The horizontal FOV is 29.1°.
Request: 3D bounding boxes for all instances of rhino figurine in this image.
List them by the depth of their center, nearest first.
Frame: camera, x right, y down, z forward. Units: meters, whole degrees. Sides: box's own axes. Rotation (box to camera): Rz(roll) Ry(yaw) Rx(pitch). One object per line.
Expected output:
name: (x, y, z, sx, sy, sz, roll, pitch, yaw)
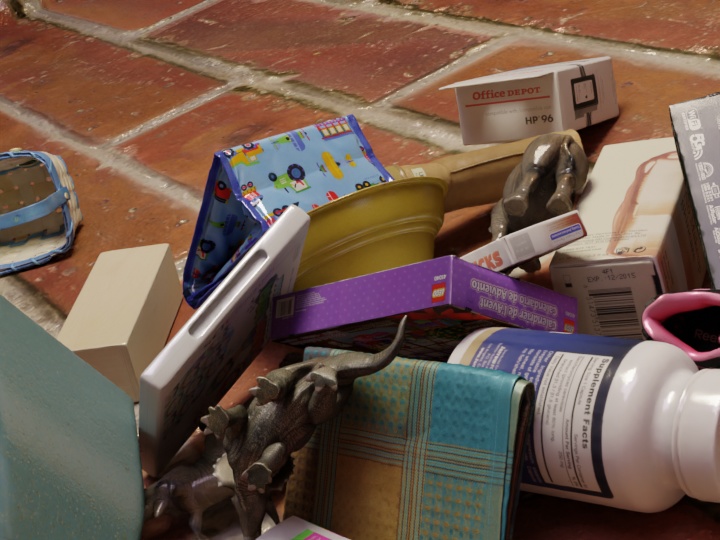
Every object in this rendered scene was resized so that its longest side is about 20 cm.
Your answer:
rhino figurine: (-0.094, 0.138, 1.062, 0.200, 0.060, 0.087, -34, 25, -25)
rhino figurine: (0.139, -0.041, 1.173, 0.060, 0.200, 0.088, 25, 57, 1)

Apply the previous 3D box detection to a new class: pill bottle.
pill bottle: (0.159, 0.099, 0.915, 0.200, 0.111, 0.111, 4, 34, 39)

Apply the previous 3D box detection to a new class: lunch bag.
lunch bag: (-0.079, -0.037, 1.285, 0.150, 0.094, 0.200, -19, -22, -33)

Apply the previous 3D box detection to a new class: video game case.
video game case: (-0.110, 0.060, 1.091, 0.024, 0.200, 0.182, 35, 64, 8)

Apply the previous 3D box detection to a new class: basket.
basket: (-0.423, -0.064, 1.621, 0.176, 0.139, 0.200, -15, 16, 8)

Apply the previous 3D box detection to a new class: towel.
towel: (0.027, 0.132, 0.935, 0.200, 0.147, 0.022, 5, -4, 44)

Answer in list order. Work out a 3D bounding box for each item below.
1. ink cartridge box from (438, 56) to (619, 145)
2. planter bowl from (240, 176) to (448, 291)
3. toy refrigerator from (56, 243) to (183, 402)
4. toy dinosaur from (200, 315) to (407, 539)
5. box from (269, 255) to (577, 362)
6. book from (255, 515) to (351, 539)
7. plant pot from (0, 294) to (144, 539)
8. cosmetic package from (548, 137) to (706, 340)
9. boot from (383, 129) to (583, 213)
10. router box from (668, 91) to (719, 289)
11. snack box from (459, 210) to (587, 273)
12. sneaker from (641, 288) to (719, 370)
ink cartridge box: (0.175, -0.173, 1.429, 0.116, 0.068, 0.200, -4, 10, 32)
planter bowl: (0.000, 0.000, 1.215, 0.200, 0.084, 0.200, -22, -14, -6)
toy refrigerator: (-0.230, 0.053, 1.338, 0.076, 0.070, 0.200, -8, 27, 8)
toy dinosaur: (-0.047, 0.094, 0.939, 0.200, 0.077, 0.102, -54, -8, 5)
box: (0.046, 0.038, 1.056, 0.137, 0.039, 0.200, 17, -20, -39)
book: (-0.019, 0.227, 0.862, 0.134, 0.048, 0.200, -37, 32, -31)
plant pot: (-0.267, 0.167, 0.959, 0.196, 0.196, 0.200, -36, 43, 7)
cosmetic package: (0.224, -0.017, 1.113, 0.087, 0.104, 0.200, -5, 30, 26)
boot: (0.097, -0.075, 1.359, 0.200, 0.066, 0.175, -14, -5, -21)
router box: (0.323, -0.045, 1.021, 0.149, 0.062, 0.200, -14, 64, 12)
snack box: (0.091, -0.002, 1.079, 0.072, 0.024, 0.200, -21, -4, -29)
sneaker: (0.274, 0.046, 0.902, 0.200, 0.095, 0.079, 5, 78, 33)
